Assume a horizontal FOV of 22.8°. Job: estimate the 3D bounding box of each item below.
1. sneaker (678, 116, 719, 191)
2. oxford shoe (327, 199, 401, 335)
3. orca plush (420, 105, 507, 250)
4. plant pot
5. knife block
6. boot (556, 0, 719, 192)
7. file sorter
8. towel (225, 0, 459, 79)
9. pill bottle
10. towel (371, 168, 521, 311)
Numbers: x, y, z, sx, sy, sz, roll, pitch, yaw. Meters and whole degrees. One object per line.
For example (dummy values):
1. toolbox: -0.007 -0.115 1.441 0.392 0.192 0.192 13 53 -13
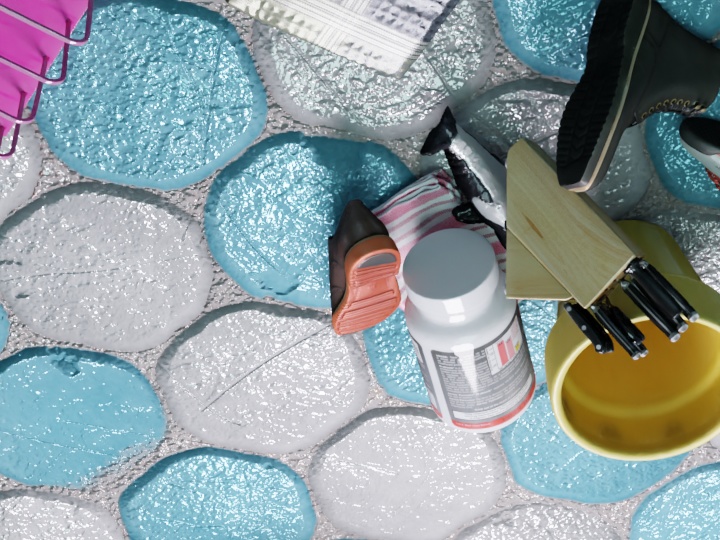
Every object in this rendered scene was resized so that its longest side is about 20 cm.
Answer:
1. sneaker: 0.382 -0.074 1.782 0.200 0.068 0.108 18 124 -21
2. oxford shoe: 0.000 0.000 1.791 0.070 0.073 0.201 -15 154 -17
3. orca plush: 0.115 -0.063 1.741 0.071 0.106 0.200 -30 135 26
4. plant pot: 0.278 0.055 1.802 0.198 0.190 0.202 -2 131 -2
5. knife block: 0.223 -0.020 1.647 0.174 0.064 0.203 0 90 17
6. boot: 0.266 -0.147 1.645 0.137 0.077 0.202 26 79 -27
7. file sorter: -0.339 -0.189 1.593 0.138 0.126 0.200 25 124 -23
8. towel: 0.002 -0.280 1.611 0.198 0.035 0.193 21 128 -23
9. pill bottle: 0.108 0.061 1.807 0.115 0.117 0.201 -12 135 6
10. towel: 0.084 -0.006 1.841 0.146 0.030 0.200 -34 124 23
